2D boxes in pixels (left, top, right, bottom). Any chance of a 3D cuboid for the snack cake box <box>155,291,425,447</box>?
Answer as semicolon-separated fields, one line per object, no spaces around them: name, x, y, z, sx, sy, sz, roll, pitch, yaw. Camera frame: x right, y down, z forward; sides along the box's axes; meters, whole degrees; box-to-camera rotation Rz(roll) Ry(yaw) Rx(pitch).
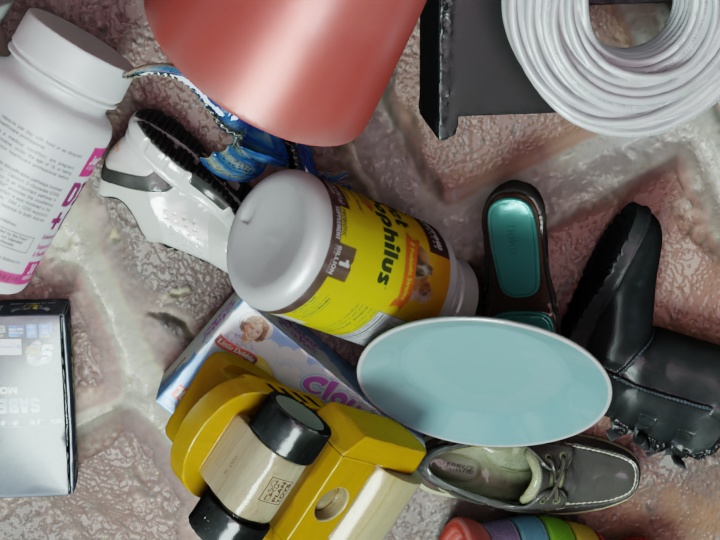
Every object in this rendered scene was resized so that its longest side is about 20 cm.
snack cake box;-0.056;0.117;1.355;0.200;0.067;0.115;40;101;-11

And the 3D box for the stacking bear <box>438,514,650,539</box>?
stacking bear;0.173;0.264;1.386;0.198;0.122;0.114;3;119;-14

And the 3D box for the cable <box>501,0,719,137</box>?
cable;0.201;-0.200;1.199;0.199;0.069;0.201;31;102;-16

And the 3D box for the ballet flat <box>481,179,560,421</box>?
ballet flat;0.133;0.021;1.334;0.067;0.068;0.201;5;110;12

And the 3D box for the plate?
plate;0.096;0.081;1.272;0.199;0.026;0.201;7;148;4

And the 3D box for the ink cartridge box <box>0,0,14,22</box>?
ink cartridge box;-0.381;-0.154;1.231;0.144;0.145;0.201;32;100;-10

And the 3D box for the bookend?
bookend;0.149;-0.213;1.272;0.198;0.092;0.200;-3;109;-6

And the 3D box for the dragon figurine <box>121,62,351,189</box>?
dragon figurine;-0.087;-0.105;1.270;0.199;0.059;0.100;9;75;-41

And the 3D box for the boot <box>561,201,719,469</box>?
boot;0.251;0.058;1.354;0.162;0.073;0.199;22;109;-6

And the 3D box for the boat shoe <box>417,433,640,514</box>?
boat shoe;0.141;0.173;1.376;0.199;0.066;0.072;5;93;-4

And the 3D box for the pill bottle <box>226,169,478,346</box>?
pill bottle;0.000;0.000;1.275;0.199;0.109;0.110;21;105;-43

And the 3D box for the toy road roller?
toy road roller;-0.062;0.142;1.281;0.199;0.146;0.123;23;105;-46

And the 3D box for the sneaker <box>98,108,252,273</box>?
sneaker;-0.125;-0.039;1.321;0.200;0.074;0.080;43;115;-8

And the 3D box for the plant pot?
plant pot;-0.033;-0.221;1.181;0.200;0.201;0.178;31;122;-10

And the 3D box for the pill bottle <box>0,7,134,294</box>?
pill bottle;-0.263;-0.093;1.269;0.113;0.113;0.201;30;101;-10

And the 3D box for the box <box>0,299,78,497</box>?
box;-0.335;0.107;1.347;0.198;0.051;0.159;0;105;-3
